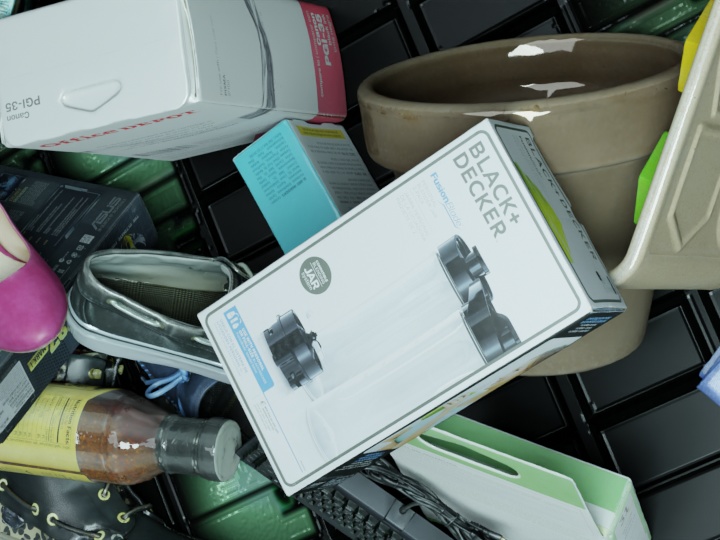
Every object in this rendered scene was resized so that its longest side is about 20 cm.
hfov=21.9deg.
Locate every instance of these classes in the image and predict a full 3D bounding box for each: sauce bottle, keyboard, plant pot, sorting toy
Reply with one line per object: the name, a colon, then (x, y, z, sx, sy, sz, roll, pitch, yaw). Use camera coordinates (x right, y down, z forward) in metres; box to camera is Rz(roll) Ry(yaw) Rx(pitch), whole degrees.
sauce bottle: (-0.174, 0.108, 1.222, 0.199, 0.066, 0.066, 6, 93, 21)
keyboard: (0.019, 0.155, 1.144, 0.200, 0.021, 0.127, 35, 149, -5)
plant pot: (0.104, -0.036, 1.099, 0.199, 0.200, 0.176, 2, 108, 26)
sorting toy: (0.204, -0.082, 1.037, 0.036, 0.185, 0.201, 28, 103, 27)

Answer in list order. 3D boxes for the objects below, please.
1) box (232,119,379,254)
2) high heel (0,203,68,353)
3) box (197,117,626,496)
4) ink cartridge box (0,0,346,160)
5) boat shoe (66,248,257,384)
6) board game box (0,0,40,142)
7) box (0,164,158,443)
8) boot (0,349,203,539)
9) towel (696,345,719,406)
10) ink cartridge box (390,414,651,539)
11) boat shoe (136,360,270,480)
box: (0.000, 0.000, 1.194, 0.049, 0.082, 0.201, -35, 76, 23)
high heel: (-0.248, -0.026, 1.188, 0.067, 0.096, 0.200, -29, 40, -8)
box: (0.025, 0.021, 0.981, 0.199, 0.060, 0.117, -32, 76, 21)
ink cartridge box: (-0.118, -0.125, 1.183, 0.146, 0.200, 0.083, -10, 86, 25)
boat shoe: (-0.088, 0.029, 1.190, 0.199, 0.071, 0.072, 5, 59, -14)
board game box: (-0.243, -0.150, 1.254, 0.028, 0.200, 0.136, 14, 98, -7)
box: (-0.255, 0.016, 1.261, 0.157, 0.200, 0.051, 12, 139, 29)
boot: (-0.176, 0.136, 1.288, 0.202, 0.073, 0.155, 7, 91, 24)
towel: (0.307, 0.036, 1.079, 0.147, 0.024, 0.200, 42, 109, 17)
ink cartridge box: (0.086, 0.118, 1.092, 0.145, 0.200, 0.048, 18, 68, 25)
boat shoe: (-0.088, 0.075, 1.244, 0.199, 0.069, 0.085, 31, 103, 22)
